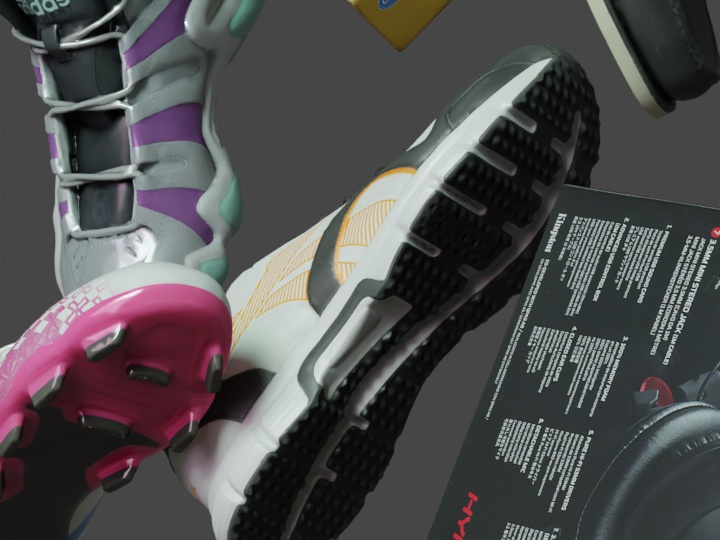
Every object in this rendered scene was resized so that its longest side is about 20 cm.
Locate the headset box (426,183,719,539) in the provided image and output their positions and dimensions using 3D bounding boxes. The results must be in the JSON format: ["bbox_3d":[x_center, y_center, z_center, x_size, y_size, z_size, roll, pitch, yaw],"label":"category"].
[{"bbox_3d":[0.130,0.068,0.663,0.200,0.075,0.149,10,72,37],"label":"headset box"}]

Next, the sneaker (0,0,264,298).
[{"bbox_3d":[-0.104,-0.077,0.851,0.078,0.140,0.200,-12,59,28],"label":"sneaker"}]

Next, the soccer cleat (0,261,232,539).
[{"bbox_3d":[-0.108,0.046,0.794,0.200,0.070,0.086,-52,37,39],"label":"soccer cleat"}]

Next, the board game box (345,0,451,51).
[{"bbox_3d":[0.036,-0.201,0.892,0.200,0.040,0.153,-45,50,5],"label":"board game box"}]

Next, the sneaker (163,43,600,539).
[{"bbox_3d":[0.000,0.000,0.788,0.200,0.074,0.080,-51,48,-1],"label":"sneaker"}]

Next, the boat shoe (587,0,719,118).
[{"bbox_3d":[0.091,-0.152,0.786,0.063,0.074,0.202,-15,79,17],"label":"boat shoe"}]
